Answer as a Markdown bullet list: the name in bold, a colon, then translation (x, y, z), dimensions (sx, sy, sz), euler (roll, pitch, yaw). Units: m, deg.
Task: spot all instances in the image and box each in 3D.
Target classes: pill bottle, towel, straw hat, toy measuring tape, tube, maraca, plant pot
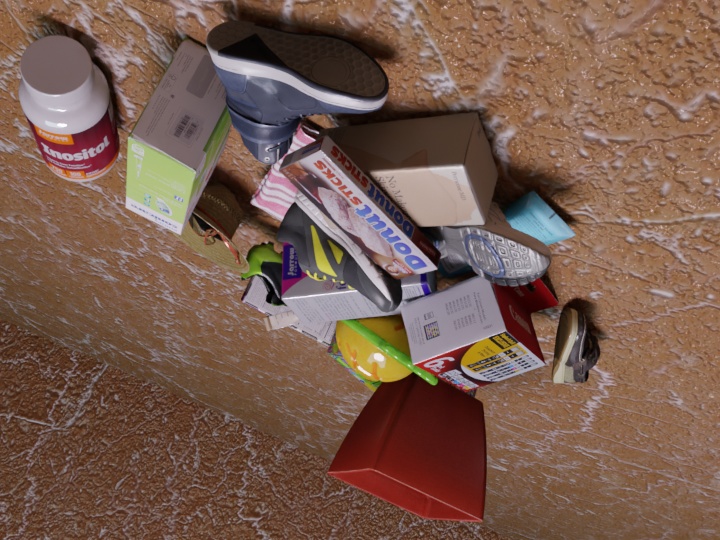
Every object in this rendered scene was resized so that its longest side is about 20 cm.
- **pill bottle**: translation (-0.387, -0.212, 0.960), dimensions (0.111, 0.115, 0.201), euler (23, 157, -2)
- **towel**: translation (-0.056, -0.100, 0.957), dimensions (0.144, 0.030, 0.200), euler (30, 145, -13)
- **straw hat**: translation (-0.227, -0.087, 1.107), dimensions (0.198, 0.086, 0.202), euler (30, 162, 11)
- **toy measuring tape**: translation (-0.054, 0.055, 1.139), dimensions (0.195, 0.075, 0.074), euler (-17, 145, 11)
- **tube**: translation (0.169, -0.039, 0.900), dimensions (0.077, 0.051, 0.199), euler (35, 149, -20)
- **maraca**: translation (0.035, 0.108, 1.031), dimensions (0.136, 0.109, 0.199), euler (33, 177, -34)
- **plant pot**: translation (0.089, 0.273, 1.150), dimensions (0.197, 0.180, 0.199), euler (27, 155, -14)

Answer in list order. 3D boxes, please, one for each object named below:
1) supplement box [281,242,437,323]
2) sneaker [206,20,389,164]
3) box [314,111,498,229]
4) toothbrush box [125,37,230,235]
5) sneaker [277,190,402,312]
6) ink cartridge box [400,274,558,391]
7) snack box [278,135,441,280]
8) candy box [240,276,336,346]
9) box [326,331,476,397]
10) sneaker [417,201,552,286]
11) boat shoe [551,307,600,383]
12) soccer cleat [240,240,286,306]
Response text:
- **supplement box**: translation (0.000, 0.000, 0.972), dimensions (0.195, 0.104, 0.104), euler (-7, 156, 13)
- **sneaker**: translation (-0.059, -0.173, 0.767), dimensions (0.198, 0.078, 0.148), euler (21, 147, 17)
- **box**: translation (0.043, -0.106, 0.797), dimensions (0.196, 0.079, 0.096), euler (-1, 142, 30)
- **toothbrush box**: translation (-0.218, -0.156, 0.883), dimensions (0.085, 0.148, 0.200), euler (26, 156, -11)
- **sneaker**: translation (-0.027, -0.013, 0.899), dimensions (0.200, 0.085, 0.074), euler (48, -164, 23)
- **ink cartridge box**: translation (0.174, 0.081, 0.964), dimensions (0.172, 0.086, 0.199), euler (-23, 153, 21)
- **snack box**: translation (0.003, -0.062, 0.786), dimensions (0.071, 0.025, 0.200), euler (-15, 133, 43)
- **candy box**: translation (-0.122, 0.074, 1.336), dimensions (0.197, 0.062, 0.136), euler (29, 174, -10)
- **box**: translation (0.083, 0.143, 1.256), dimensions (0.196, 0.124, 0.193), euler (1, 148, 39)
- **sneaker**: translation (0.138, -0.048, 0.823), dimensions (0.198, 0.087, 0.076), euler (26, 144, 43)
- **boat shoe**: translation (0.318, 0.112, 1.055), dimensions (0.063, 0.075, 0.201), euler (5, 156, 12)
- **soccer cleat**: translation (-0.107, 0.032, 1.178), dimensions (0.198, 0.082, 0.067), euler (33, 162, -20)
